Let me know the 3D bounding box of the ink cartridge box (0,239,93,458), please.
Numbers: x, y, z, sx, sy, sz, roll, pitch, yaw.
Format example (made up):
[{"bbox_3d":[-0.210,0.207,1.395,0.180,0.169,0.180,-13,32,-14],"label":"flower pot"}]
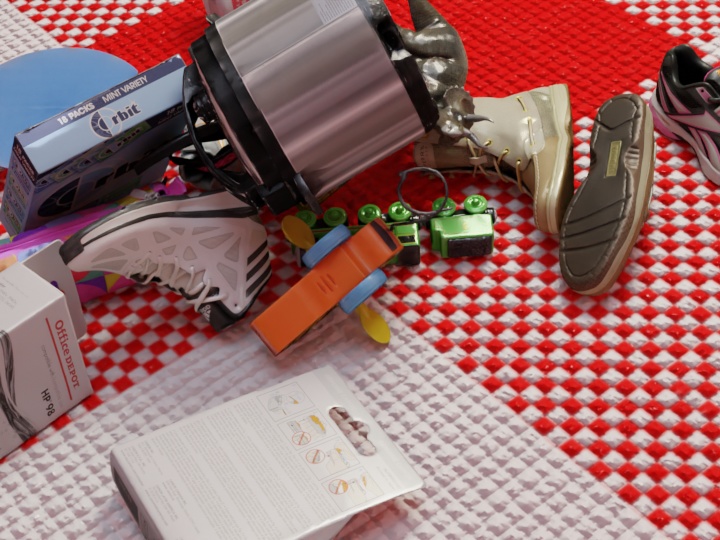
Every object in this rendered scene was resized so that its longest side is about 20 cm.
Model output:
[{"bbox_3d":[-0.294,0.078,1.158,0.066,0.117,0.199,30,53,35],"label":"ink cartridge box"}]

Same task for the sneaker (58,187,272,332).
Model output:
[{"bbox_3d":[-0.152,-0.001,1.207,0.199,0.075,0.117,-15,81,-39],"label":"sneaker"}]

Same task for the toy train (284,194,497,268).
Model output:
[{"bbox_3d":[0.029,-0.031,1.299,0.197,0.042,0.057,-6,52,1],"label":"toy train"}]

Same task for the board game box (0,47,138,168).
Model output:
[{"bbox_3d":[-0.314,-0.157,1.487,0.156,0.039,0.202,-1,47,-1],"label":"board game box"}]

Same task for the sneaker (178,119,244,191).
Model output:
[{"bbox_3d":[-0.155,-0.133,1.413,0.091,0.076,0.200,-30,45,-18],"label":"sneaker"}]

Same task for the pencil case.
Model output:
[{"bbox_3d":[-0.247,-0.018,1.284,0.198,0.089,0.089,-23,44,-15],"label":"pencil case"}]

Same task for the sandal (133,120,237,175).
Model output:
[{"bbox_3d":[-0.115,-0.122,1.316,0.198,0.046,0.075,-24,7,-25],"label":"sandal"}]

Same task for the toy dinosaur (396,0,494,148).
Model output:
[{"bbox_3d":[0.062,-0.187,1.331,0.101,0.077,0.202,3,57,-8],"label":"toy dinosaur"}]

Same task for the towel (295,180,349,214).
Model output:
[{"bbox_3d":[-0.007,-0.142,1.351,0.199,0.018,0.086,-40,68,-15],"label":"towel"}]

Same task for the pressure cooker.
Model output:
[{"bbox_3d":[-0.054,-0.153,1.198,0.198,0.180,0.176,-30,20,2],"label":"pressure cooker"}]

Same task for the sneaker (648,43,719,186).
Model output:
[{"bbox_3d":[0.345,-0.146,1.349,0.080,0.087,0.200,-29,47,-22],"label":"sneaker"}]

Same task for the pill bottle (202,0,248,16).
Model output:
[{"bbox_3d":[-0.079,-0.335,1.600,0.198,0.110,0.109,-18,42,-12],"label":"pill bottle"}]

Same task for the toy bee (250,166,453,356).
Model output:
[{"bbox_3d":[0.000,0.000,1.223,0.198,0.133,0.109,-19,-1,9],"label":"toy bee"}]

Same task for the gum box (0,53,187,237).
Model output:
[{"bbox_3d":[-0.243,-0.104,1.306,0.169,0.200,0.045,-31,82,-25],"label":"gum box"}]

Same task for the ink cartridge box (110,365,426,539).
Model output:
[{"bbox_3d":[-0.073,0.165,1.095,0.198,0.051,0.162,-18,41,-25],"label":"ink cartridge box"}]

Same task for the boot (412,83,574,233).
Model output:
[{"bbox_3d":[0.125,-0.104,1.345,0.152,0.073,0.201,-1,41,8],"label":"boot"}]

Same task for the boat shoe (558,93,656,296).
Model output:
[{"bbox_3d":[0.236,-0.058,1.277,0.071,0.076,0.202,2,61,39],"label":"boat shoe"}]
